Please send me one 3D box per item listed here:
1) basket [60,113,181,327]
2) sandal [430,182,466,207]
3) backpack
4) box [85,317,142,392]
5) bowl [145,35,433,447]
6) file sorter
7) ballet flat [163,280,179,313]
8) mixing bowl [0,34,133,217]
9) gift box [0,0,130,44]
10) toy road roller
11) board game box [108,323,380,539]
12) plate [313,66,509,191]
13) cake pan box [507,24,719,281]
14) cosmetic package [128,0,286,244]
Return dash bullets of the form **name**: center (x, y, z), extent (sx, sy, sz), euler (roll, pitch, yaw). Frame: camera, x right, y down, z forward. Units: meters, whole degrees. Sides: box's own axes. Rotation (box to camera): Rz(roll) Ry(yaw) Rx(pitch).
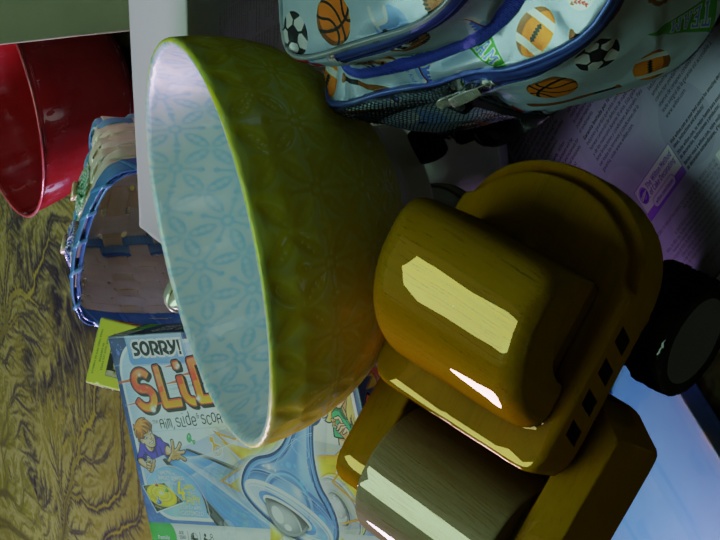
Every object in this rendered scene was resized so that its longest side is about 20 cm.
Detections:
- **basket**: center (-0.147, -0.012, 1.296), extent (0.200, 0.139, 0.177), euler (54, 138, 44)
- **sandal**: center (-0.002, 0.002, 0.951), extent (0.080, 0.057, 0.201), euler (57, 147, -5)
- **backpack**: center (0.061, -0.154, 0.725), extent (0.190, 0.154, 0.200), euler (-5, 89, 39)
- **box**: center (-0.085, 0.076, 1.153), extent (0.200, 0.075, 0.050), euler (10, 86, 35)
- **bowl**: center (-0.026, -0.023, 0.837), extent (0.200, 0.108, 0.200), euler (167, 90, -73)
- **file sorter**: center (0.110, 0.151, 0.925), extent (0.139, 0.123, 0.200), euler (62, 152, 25)
- **ballet flat**: center (-0.092, 0.036, 1.055), extent (0.067, 0.064, 0.200), euler (-118, 29, -76)
- **mixing bowl**: center (-0.267, -0.156, 1.516), extent (0.200, 0.108, 0.200), euler (42, 140, 49)
- **gift box**: center (-0.209, -0.245, 1.256), extent (0.200, 0.187, 0.185), euler (-131, 34, -68)
- **toy road roller**: center (0.057, 0.047, 0.764), extent (0.123, 0.146, 0.200), euler (31, 97, 34)
- **board game box**: center (-0.055, 0.094, 0.974), extent (0.200, 0.034, 0.136), euler (-6, 98, 44)
- **plate**: center (0.013, -0.075, 0.945), extent (0.200, 0.032, 0.200), euler (21, 136, 39)
- **cake pan box**: center (0.141, -0.079, 0.818), extent (0.184, 0.052, 0.200), euler (59, 151, 24)
- **cosmetic package**: center (-0.080, -0.103, 0.933), extent (0.051, 0.083, 0.200), euler (37, 143, 28)
